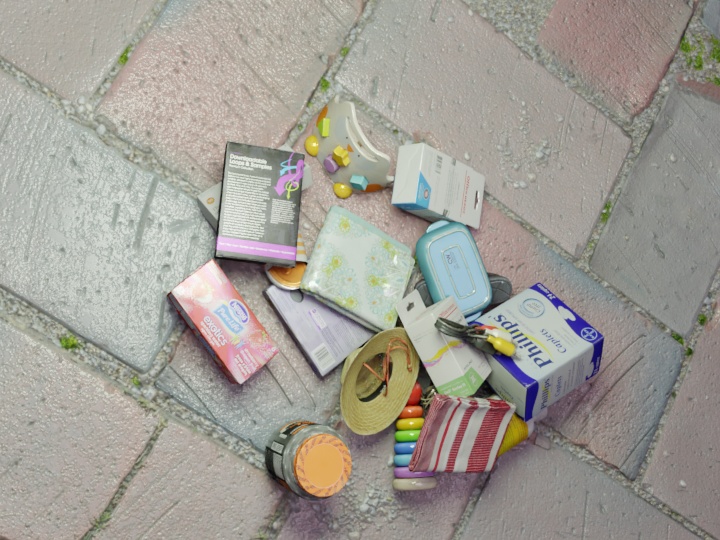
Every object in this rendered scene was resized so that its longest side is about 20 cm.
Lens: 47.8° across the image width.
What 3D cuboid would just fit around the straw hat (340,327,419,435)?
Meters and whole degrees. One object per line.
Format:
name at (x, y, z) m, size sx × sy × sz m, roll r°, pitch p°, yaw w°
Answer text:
straw hat at (0.013, 0.187, 1.472) m, size 0.199 × 0.084 × 0.206 m, roll -18°, pitch 117°, yaw -39°

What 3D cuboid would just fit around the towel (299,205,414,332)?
towel at (0.000, 0.000, 1.481) m, size 0.198 × 0.048 × 0.174 m, roll 29°, pitch 63°, yaw -20°

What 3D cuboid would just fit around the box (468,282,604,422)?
box at (0.329, 0.151, 1.553) m, size 0.198 × 0.106 × 0.184 m, roll -28°, pitch 48°, yaw -20°

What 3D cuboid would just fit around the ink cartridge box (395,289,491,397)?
ink cartridge box at (0.152, 0.125, 1.477) m, size 0.203 × 0.067 × 0.117 m, roll 61°, pitch 30°, yaw -2°

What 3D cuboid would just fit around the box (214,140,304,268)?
box at (-0.174, -0.113, 1.405) m, size 0.140 × 0.036 × 0.205 m, roll 8°, pitch 81°, yaw -17°

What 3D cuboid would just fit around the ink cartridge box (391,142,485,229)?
ink cartridge box at (0.154, -0.157, 1.575) m, size 0.198 × 0.066 × 0.119 m, roll 19°, pitch 76°, yaw -43°

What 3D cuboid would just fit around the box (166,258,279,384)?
box at (-0.241, 0.091, 1.415) m, size 0.095 × 0.099 × 0.202 m, roll -38°, pitch 96°, yaw -18°

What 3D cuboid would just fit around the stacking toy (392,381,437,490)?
stacking toy at (0.096, 0.306, 1.526) m, size 0.083 × 0.085 × 0.205 m, roll 1°, pitch 77°, yaw -19°

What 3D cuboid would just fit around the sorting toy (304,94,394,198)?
sorting toy at (-0.011, -0.229, 1.488) m, size 0.106 × 0.180 × 0.202 m, roll -37°, pitch 96°, yaw -19°

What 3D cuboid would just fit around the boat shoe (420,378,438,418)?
boat shoe at (0.142, 0.247, 1.511) m, size 0.073 × 0.074 × 0.201 m, roll 43°, pitch 35°, yaw -15°

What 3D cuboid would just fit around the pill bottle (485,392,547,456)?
pill bottle at (0.262, 0.297, 1.564) m, size 0.197 × 0.104 × 0.106 m, roll -26°, pitch 93°, yaw -19°

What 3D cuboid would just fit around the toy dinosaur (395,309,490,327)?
toy dinosaur at (0.162, 0.123, 1.573) m, size 0.195 × 0.047 × 0.090 m, roll 0°, pitch 95°, yaw -13°

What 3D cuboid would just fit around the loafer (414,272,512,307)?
loafer at (0.198, 0.036, 1.602) m, size 0.195 × 0.063 × 0.073 m, roll -2°, pitch 111°, yaw -7°

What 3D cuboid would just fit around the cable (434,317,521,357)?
cable at (0.200, 0.103, 1.441) m, size 0.198 × 0.097 × 0.051 m, roll 28°, pitch 104°, yaw -36°

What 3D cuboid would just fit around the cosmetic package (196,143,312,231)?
cosmetic package at (-0.190, -0.147, 1.466) m, size 0.198 × 0.051 × 0.082 m, roll -34°, pitch 55°, yaw -19°

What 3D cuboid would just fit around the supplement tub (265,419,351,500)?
supplement tub at (-0.088, 0.323, 1.389) m, size 0.120 × 0.200 × 0.126 m, roll 2°, pitch 83°, yaw -19°

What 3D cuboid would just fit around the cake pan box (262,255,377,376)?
cake pan box at (-0.055, 0.068, 1.509) m, size 0.183 × 0.052 × 0.202 m, roll -37°, pitch 96°, yaw -17°

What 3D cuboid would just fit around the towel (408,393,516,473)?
towel at (0.184, 0.293, 1.436) m, size 0.197 × 0.023 × 0.147 m, roll 10°, pitch 104°, yaw -35°

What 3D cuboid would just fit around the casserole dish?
casserole dish at (0.182, 0.002, 1.542) m, size 0.119 × 0.039 × 0.204 m, roll -22°, pitch 92°, yaw -8°

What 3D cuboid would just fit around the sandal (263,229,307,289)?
sandal at (-0.147, -0.066, 1.461) m, size 0.078 × 0.059 × 0.210 m, roll -13°, pitch 71°, yaw -13°
